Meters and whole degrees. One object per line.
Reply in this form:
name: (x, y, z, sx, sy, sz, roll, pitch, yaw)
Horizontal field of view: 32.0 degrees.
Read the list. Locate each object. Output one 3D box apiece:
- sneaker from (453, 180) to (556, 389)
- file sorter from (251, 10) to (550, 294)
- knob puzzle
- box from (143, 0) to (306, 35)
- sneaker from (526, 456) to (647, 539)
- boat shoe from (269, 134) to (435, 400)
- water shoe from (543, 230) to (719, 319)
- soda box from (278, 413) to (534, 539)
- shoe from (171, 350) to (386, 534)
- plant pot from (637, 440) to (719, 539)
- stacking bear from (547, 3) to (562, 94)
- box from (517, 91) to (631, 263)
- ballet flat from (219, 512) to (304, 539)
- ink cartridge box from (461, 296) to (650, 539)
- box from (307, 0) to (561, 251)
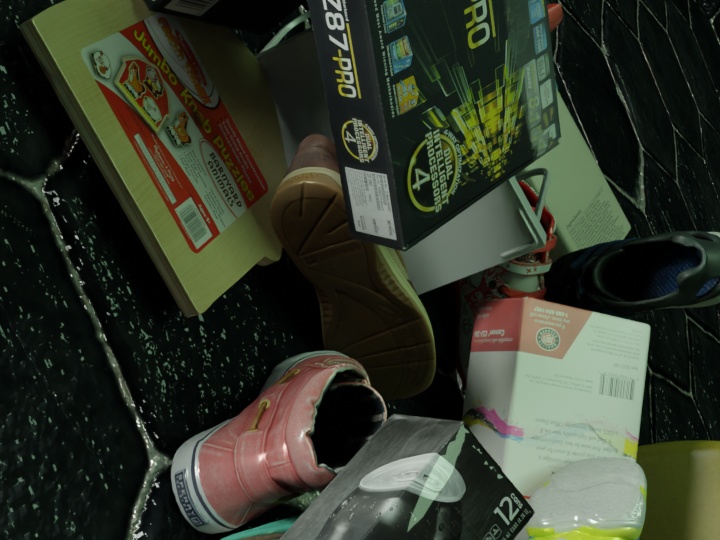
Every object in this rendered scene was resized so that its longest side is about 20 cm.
sneaker: (0.116, 0.023, 0.970, 0.067, 0.108, 0.202, 1, 57, -15)
file sorter: (0.030, -0.103, 0.884, 0.200, 0.139, 0.125, 58, 27, -20)
knob puzzle: (-0.106, -0.087, 0.738, 0.220, 0.030, 0.220, 40, 38, -42)
box: (-0.084, -0.268, 0.745, 0.124, 0.148, 0.200, -5, 64, -62)
sneaker: (0.138, 0.208, 0.805, 0.200, 0.076, 0.105, -44, 129, -50)
boat shoe: (0.000, 0.000, 0.806, 0.072, 0.072, 0.200, -86, 155, -48)
water shoe: (0.190, 0.004, 0.959, 0.079, 0.200, 0.072, 11, 68, -43)
soda box: (-0.013, 0.158, 0.575, 0.200, 0.071, 0.063, -46, 109, -22)
shoe: (-0.018, 0.085, 0.709, 0.200, 0.091, 0.072, -29, 97, -63)
plant pot: (0.307, 0.238, 1.080, 0.194, 0.200, 0.196, 19, 54, -56)
stacking bear: (0.138, -0.122, 1.135, 0.114, 0.121, 0.200, -34, 111, -45)
box: (0.142, -0.084, 1.042, 0.082, 0.068, 0.200, -48, 119, -29)
ballet flat: (-0.028, 0.156, 0.648, 0.200, 0.070, 0.068, -11, 93, -28)
ink cartridge box: (0.134, 0.128, 0.900, 0.116, 0.067, 0.200, 13, 80, -26)
box: (0.044, -0.135, 0.715, 0.161, 0.049, 0.200, -35, 126, -40)
